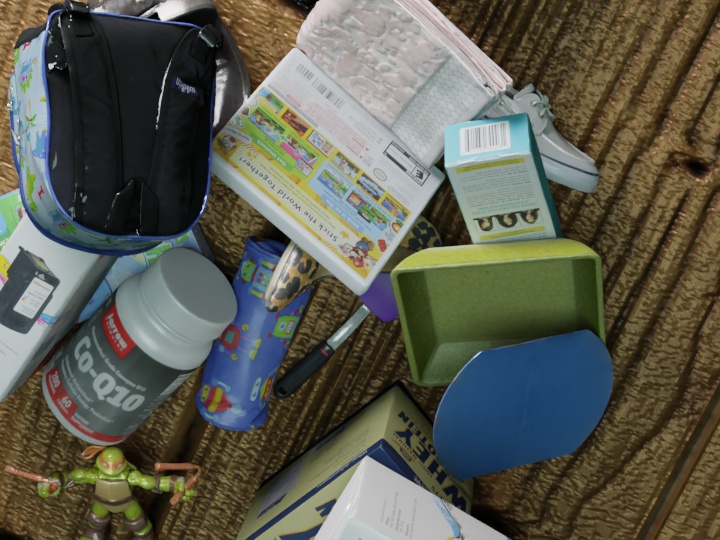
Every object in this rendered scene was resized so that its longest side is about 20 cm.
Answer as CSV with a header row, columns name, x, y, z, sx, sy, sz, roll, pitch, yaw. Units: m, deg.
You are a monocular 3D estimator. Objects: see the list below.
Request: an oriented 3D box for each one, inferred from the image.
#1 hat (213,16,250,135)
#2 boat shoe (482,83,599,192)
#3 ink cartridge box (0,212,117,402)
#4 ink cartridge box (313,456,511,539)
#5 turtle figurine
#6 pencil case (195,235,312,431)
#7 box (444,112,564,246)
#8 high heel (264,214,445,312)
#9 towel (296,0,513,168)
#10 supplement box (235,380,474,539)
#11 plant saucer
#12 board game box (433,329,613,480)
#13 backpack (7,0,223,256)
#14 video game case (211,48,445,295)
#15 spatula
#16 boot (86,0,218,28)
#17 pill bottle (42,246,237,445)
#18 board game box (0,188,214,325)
name,x,y,z,sx,sy,sz,roll,pitch,yaw
hat,-0.200,-0.173,1.613,0.198,0.081,0.203,1,79,-4
boat shoe,0.153,-0.149,1.590,0.199,0.074,0.067,30,106,-1
ink cartridge box,-0.309,0.010,1.607,0.082,0.146,0.201,36,105,0
ink cartridge box,0.047,0.293,1.466,0.199,0.145,0.148,30,105,-3
turtle figurine,-0.265,0.231,1.709,0.198,0.065,0.162,-1,135,-7
pencil case,-0.104,0.065,1.670,0.078,0.086,0.202,32,109,41
box,0.140,-0.063,1.562,0.081,0.050,0.201,-8,144,13
high heel,0.000,0.000,1.592,0.142,0.201,0.072,35,141,0
towel,0.033,-0.195,1.539,0.191,0.200,0.032,43,66,-2
supplement box,-0.004,0.245,1.639,0.199,0.200,0.135,-38,97,14
plant saucer,0.138,0.034,1.610,0.197,0.048,0.201,-4,142,7
board game box,0.155,0.123,1.628,0.198,0.039,0.159,-11,127,-21
backpack,-0.223,-0.116,1.469,0.181,0.147,0.202,5,77,-32
video game case,-0.033,-0.098,1.580,0.200,0.182,0.023,40,139,-5
spatula,-0.020,0.065,1.689,0.057,0.021,0.200,45,105,-7
boot,-0.240,-0.288,1.569,0.198,0.069,0.176,-19,73,-11
pill bottle,-0.220,0.075,1.645,0.114,0.114,0.200,43,119,-5
board game box,-0.270,-0.037,1.685,0.198,0.037,0.153,-23,100,10
